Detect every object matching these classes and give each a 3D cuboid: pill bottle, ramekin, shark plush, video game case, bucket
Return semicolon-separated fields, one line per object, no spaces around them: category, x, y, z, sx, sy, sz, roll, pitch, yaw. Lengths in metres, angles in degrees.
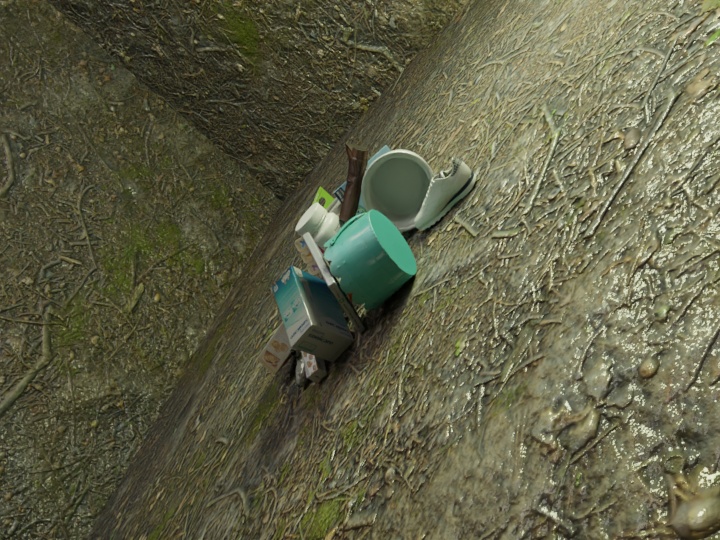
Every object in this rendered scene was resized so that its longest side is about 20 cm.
pill bottle;-0.072;-0.079;1.717;0.113;0.199;0.114;-44;18;19
ramekin;0.102;-0.214;1.664;0.201;0.200;0.098;-46;9;19
shark plush;-0.151;0.226;1.694;0.200;0.088;0.086;-120;39;-68
video game case;-0.063;0.028;1.528;0.022;0.184;0.202;-31;44;0
bucket;0.027;-0.028;1.474;0.134;0.208;0.209;-36;20;21

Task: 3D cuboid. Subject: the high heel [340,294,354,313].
high heel;-0.070;0.097;1.701;0.205;0.066;0.096;-68;23;13

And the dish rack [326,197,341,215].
dish rack;-0.051;-0.119;1.936;0.200;0.172;0.044;-46;-3;22

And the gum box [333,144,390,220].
gum box;0.049;-0.217;1.795;0.199;0.171;0.045;-39;7;7

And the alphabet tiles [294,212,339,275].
alphabet tiles;-0.102;-0.077;1.933;0.192;0.204;0.015;-26;3;22

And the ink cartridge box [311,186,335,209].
ink cartridge box;-0.049;-0.188;2.029;0.075;0.199;0.149;-40;19;33

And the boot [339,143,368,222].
boot;-0.024;-0.230;1.720;0.187;0.062;0.207;-100;19;-74

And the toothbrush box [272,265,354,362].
toothbrush box;-0.117;0.106;1.563;0.085;0.145;0.202;-45;45;20

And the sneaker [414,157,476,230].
sneaker;0.189;-0.183;1.549;0.200;0.080;0.077;-46;18;28

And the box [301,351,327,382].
box;-0.126;0.184;1.603;0.038;0.041;0.203;-36;45;19

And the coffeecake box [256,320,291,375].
coffeecake box;-0.187;0.170;1.792;0.202;0.072;0.154;-54;-3;21
